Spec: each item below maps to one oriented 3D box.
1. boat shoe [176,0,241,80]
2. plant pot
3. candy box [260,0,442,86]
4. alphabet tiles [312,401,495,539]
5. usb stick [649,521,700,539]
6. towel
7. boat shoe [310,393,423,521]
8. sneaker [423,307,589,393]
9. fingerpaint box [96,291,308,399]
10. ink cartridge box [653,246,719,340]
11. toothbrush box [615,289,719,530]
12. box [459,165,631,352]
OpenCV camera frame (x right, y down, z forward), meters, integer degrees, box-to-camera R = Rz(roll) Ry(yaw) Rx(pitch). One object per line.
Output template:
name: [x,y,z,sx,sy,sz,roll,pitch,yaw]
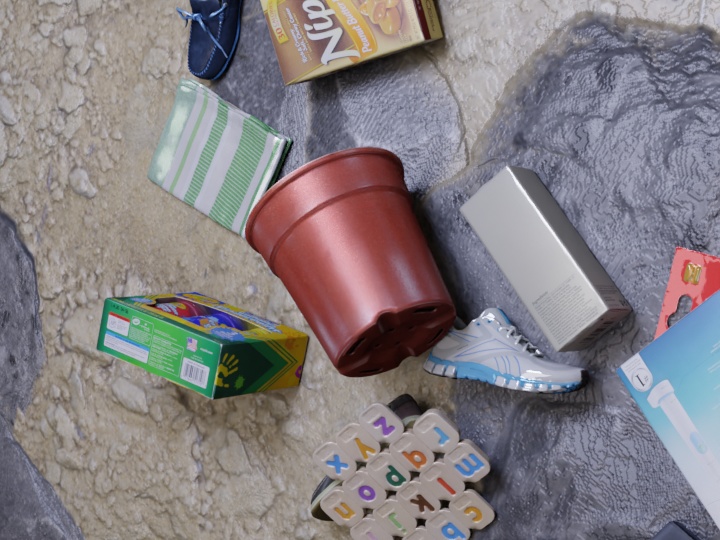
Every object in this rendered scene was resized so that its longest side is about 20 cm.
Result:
boat shoe: [-0.198,-0.348,1.741,0.084,0.069,0.200,13,97,34]
plant pot: [0.000,0.000,1.507,0.201,0.201,0.195,-42,61,27]
candy box: [-0.013,-0.301,1.594,0.200,0.055,0.116,-13,96,30]
alphabet tiles: [0.050,0.243,1.541,0.196,0.015,0.200,44,116,-8]
usb stick: [0.268,0.335,1.376,0.200,0.033,0.055,-40,54,-8]
towel: [-0.189,-0.147,1.759,0.200,0.023,0.153,32,108,30]
boat shoe: [0.010,0.222,1.596,0.201,0.072,0.066,-46,42,29]
sneaker: [0.160,0.087,1.489,0.200,0.075,0.087,9,89,34]
fingerpaint box: [-0.195,0.087,1.673,0.200,0.167,0.074,19,102,34]
ink cartridge box: [0.383,0.074,1.349,0.200,0.050,0.161,17,99,31]
toothbrush box: [0.365,0.135,1.283,0.146,0.085,0.200,-44,63,27]
box: [0.199,-0.013,1.463,0.082,0.068,0.200,-41,67,26]
